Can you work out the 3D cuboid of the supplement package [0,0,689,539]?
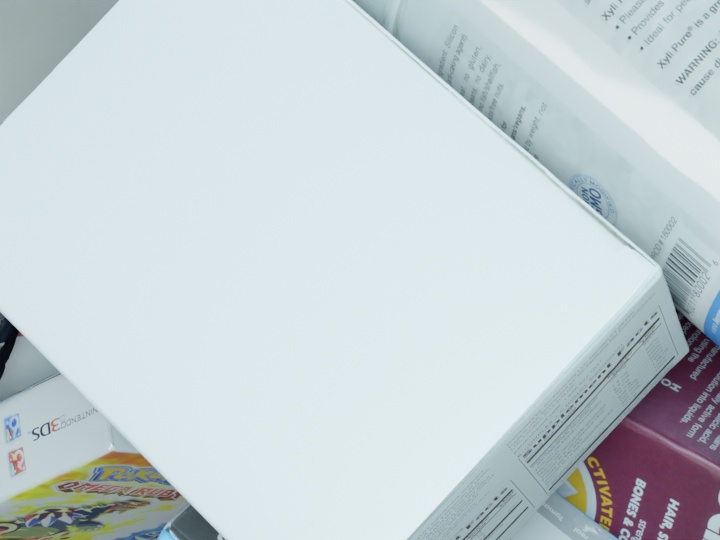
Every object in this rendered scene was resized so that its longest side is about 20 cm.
[{"bbox_3d":[-0.017,0.005,0.816,0.200,0.156,0.111,43,178,19],"label":"supplement package"}]

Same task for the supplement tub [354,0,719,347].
[{"bbox_3d":[0.110,-0.071,0.826,0.200,0.132,0.132,44,143,16],"label":"supplement tub"}]

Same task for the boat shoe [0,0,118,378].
[{"bbox_3d":[-0.149,-0.028,0.963,0.074,0.200,0.093,24,152,5],"label":"boat shoe"}]

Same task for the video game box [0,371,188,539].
[{"bbox_3d":[-0.090,0.089,1.037,0.182,0.200,0.047,-28,65,39],"label":"video game box"}]

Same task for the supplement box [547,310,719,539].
[{"bbox_3d":[0.113,0.074,0.947,0.200,0.086,0.111,28,134,19],"label":"supplement box"}]

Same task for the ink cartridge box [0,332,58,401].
[{"bbox_3d":[-0.159,-0.018,1.095,0.086,0.147,0.200,104,150,-44],"label":"ink cartridge box"}]

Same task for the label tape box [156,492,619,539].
[{"bbox_3d":[-0.005,0.134,0.874,0.143,0.200,0.066,37,132,11],"label":"label tape box"}]
